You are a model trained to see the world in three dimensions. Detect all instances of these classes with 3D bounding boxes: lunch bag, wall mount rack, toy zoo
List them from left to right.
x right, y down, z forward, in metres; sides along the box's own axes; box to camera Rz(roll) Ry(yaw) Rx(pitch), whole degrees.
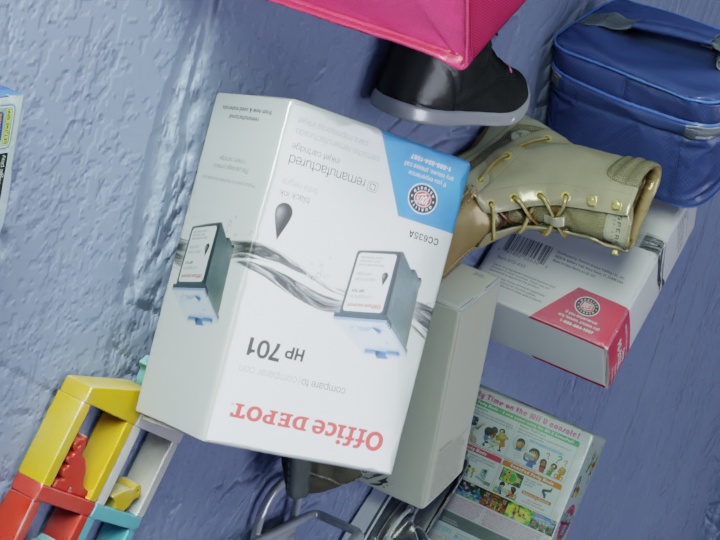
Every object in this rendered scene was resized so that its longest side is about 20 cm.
[{"bbox_3d":[-0.168,0.142,0.920,0.200,0.020,0.131,-65,156,-8],"label":"toy zoo"},{"bbox_3d":[-0.068,0.264,1.172,0.174,0.074,0.201,-15,123,-61],"label":"wall mount rack"},{"bbox_3d":[0.269,-0.158,1.380,0.136,0.200,0.133,-39,141,-39],"label":"lunch bag"}]

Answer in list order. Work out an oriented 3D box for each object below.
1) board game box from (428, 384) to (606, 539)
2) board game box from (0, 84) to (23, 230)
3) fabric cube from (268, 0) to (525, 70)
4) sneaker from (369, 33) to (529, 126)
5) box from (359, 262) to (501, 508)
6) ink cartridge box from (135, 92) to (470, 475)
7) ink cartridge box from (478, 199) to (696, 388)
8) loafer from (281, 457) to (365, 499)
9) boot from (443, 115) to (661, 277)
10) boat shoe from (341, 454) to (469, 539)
[{"bbox_3d":[0.126,0.222,1.463,0.200,0.147,0.064,-67,156,-1],"label":"board game box"},{"bbox_3d":[-0.236,0.022,0.643,0.199,0.043,0.200,-20,128,-60],"label":"board game box"},{"bbox_3d":[0.020,-0.253,0.765,0.199,0.196,0.200,-50,151,-36],"label":"fabric cube"},{"bbox_3d":[0.085,-0.164,1.137,0.200,0.071,0.099,-13,127,-57],"label":"sneaker"},{"bbox_3d":[0.057,0.094,1.305,0.082,0.068,0.200,-33,138,-54],"label":"box"},{"bbox_3d":[-0.033,0.010,0.925,0.146,0.086,0.201,15,87,-37],"label":"ink cartridge box"},{"bbox_3d":[0.210,-0.013,1.443,0.200,0.145,0.084,-57,156,-23],"label":"ink cartridge box"},{"bbox_3d":[-0.018,0.084,1.107,0.200,0.069,0.075,99,-15,-44],"label":"loafer"},{"bbox_3d":[0.145,-0.045,1.263,0.200,0.155,0.073,-48,150,-39],"label":"boot"},{"bbox_3d":[0.033,0.240,1.378,0.200,0.068,0.072,-57,154,-24],"label":"boat shoe"}]
